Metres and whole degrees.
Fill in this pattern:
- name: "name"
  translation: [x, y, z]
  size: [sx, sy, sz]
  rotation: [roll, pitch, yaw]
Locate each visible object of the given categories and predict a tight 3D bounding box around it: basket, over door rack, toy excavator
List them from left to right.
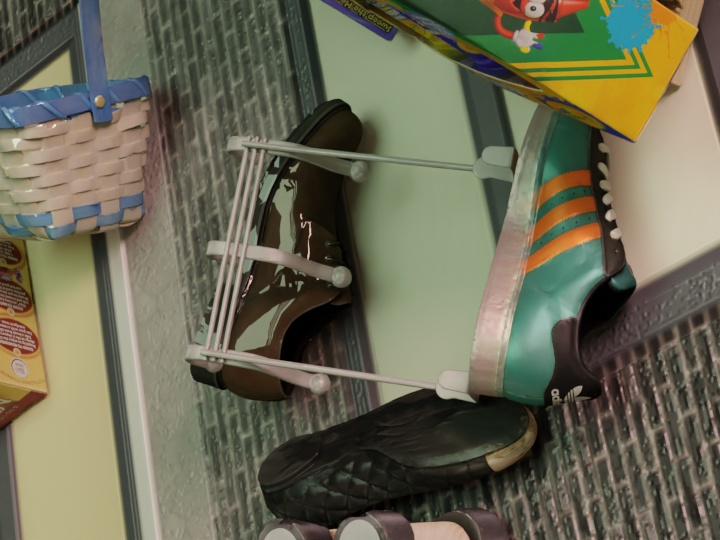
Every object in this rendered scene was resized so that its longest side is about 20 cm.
- name: "basket"
  translation: [-0.237, -0.124, 1.544]
  size: [0.176, 0.139, 0.201]
  rotation: [5, 112, 46]
- name: "toy excavator"
  translation: [-0.008, 0.243, 1.250]
  size: [0.194, 0.100, 0.201]
  rotation: [-12, 77, 44]
- name: "over door rack"
  translation: [0.000, 0.000, 1.296]
  size: [0.199, 0.067, 0.149]
  rotation: [5, 79, 28]

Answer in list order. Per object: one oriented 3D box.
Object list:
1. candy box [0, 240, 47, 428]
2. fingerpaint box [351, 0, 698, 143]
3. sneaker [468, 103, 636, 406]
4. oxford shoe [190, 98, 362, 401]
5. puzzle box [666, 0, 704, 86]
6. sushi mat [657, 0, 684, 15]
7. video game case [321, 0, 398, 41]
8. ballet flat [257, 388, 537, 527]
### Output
- name: "candy box"
  translation: [-0.304, 0.029, 1.641]
  size: [0.117, 0.056, 0.201]
  rotation: [-36, 55, 32]
- name: "fingerpaint box"
  translation: [0.058, -0.152, 1.166]
  size: [0.074, 0.166, 0.200]
  rotation: [-60, 26, 3]
- name: "sneaker"
  translation: [0.121, -0.016, 1.219]
  size: [0.079, 0.071, 0.201]
  rotation: [11, 70, 13]
- name: "oxford shoe"
  translation: [-0.032, -0.010, 1.378]
  size: [0.084, 0.073, 0.201]
  rotation: [19, 87, 22]
- name: "puzzle box"
  translation: [0.156, -0.212, 1.268]
  size: [0.133, 0.025, 0.201]
  rotation: [15, 88, 47]
- name: "sushi mat"
  translation: [0.090, -0.192, 1.240]
  size: [0.200, 0.095, 0.012]
  rotation: [32, 96, 46]
- name: "video game case"
  translation: [-0.017, -0.271, 1.345]
  size: [0.182, 0.199, 0.045]
  rotation: [-56, 15, 16]
- name: "ballet flat"
  translation: [0.025, 0.113, 1.293]
  size: [0.199, 0.057, 0.067]
  rotation: [-17, 38, 36]
